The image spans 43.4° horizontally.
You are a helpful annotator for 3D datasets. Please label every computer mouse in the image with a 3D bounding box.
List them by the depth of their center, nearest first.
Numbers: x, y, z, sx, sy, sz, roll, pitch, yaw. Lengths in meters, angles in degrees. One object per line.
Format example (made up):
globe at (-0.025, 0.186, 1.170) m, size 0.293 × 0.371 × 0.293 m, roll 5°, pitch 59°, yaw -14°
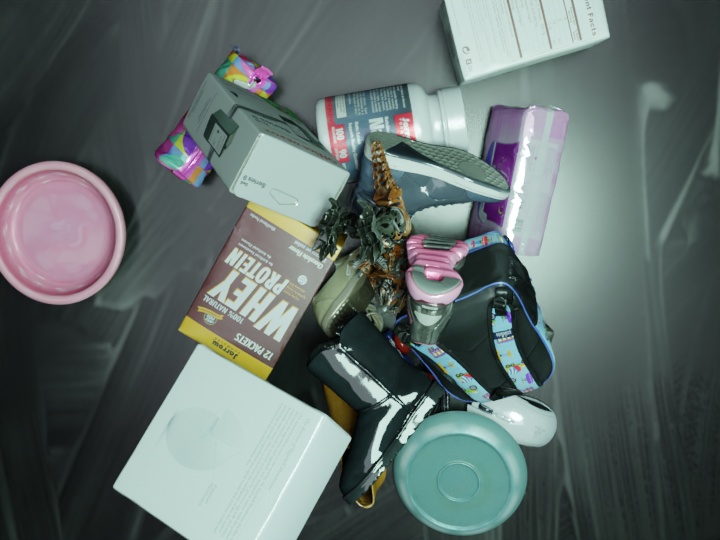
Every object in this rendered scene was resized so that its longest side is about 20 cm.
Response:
computer mouse at (0.195, 0.202, 1.315) m, size 0.197 × 0.044 × 0.111 m, roll 19°, pitch 96°, yaw 0°

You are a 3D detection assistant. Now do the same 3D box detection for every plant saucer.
plant saucer at (-0.432, -0.055, 1.304) m, size 0.196 × 0.051 × 0.205 m, roll 0°, pitch 96°, yaw 2°
plant saucer at (0.143, 0.303, 1.318) m, size 0.196 × 0.027 × 0.204 m, roll 3°, pitch 108°, yaw 9°

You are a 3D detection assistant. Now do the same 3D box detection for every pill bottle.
pill bottle at (0.043, -0.190, 1.235) m, size 0.196 × 0.120 × 0.122 m, roll -10°, pitch 97°, yaw 3°

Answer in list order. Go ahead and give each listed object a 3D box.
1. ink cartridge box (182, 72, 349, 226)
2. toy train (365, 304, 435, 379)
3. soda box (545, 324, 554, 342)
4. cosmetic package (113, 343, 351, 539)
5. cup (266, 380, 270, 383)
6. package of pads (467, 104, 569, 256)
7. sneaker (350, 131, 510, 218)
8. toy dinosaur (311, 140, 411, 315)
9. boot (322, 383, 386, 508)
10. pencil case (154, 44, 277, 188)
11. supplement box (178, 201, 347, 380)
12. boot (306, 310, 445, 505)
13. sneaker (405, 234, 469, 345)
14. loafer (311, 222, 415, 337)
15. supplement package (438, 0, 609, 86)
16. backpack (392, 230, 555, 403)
ink cartridge box at (-0.122, -0.154, 1.151) m, size 0.145 × 0.200 × 0.085 m, roll 19°, pitch 110°, yaw -39°
toy train at (0.023, 0.128, 1.269) m, size 0.084 × 0.116 × 0.202 m, roll -33°, pitch 92°, yaw 21°
soda box at (0.170, 0.080, 1.292) m, size 0.197 × 0.063 × 0.072 m, roll 20°, pitch 97°, yaw 0°
cosmetic package at (-0.151, 0.234, 1.100) m, size 0.198 × 0.123 × 0.201 m, roll 25°, pitch 76°, yaw 26°
cup at (-0.164, 0.233, 1.275) m, size 0.198 × 0.200 × 0.145 m, roll -24°, pitch 71°, yaw 5°
package of pads at (0.212, -0.124, 1.234) m, size 0.074 × 0.120 × 0.204 m, roll 9°, pitch 97°, yaw -17°
sneaker at (0.084, -0.089, 1.191) m, size 0.199 × 0.077 × 0.148 m, roll 15°, pitch 123°, yaw -6°
toy dinosaur at (0.017, -0.048, 1.115) m, size 0.101 × 0.135 × 0.203 m, roll -24°, pitch 79°, yaw 37°
boot at (-0.012, 0.218, 1.272) m, size 0.070 × 0.144 × 0.204 m, roll -21°, pitch 96°, yaw 10°
pencil case at (-0.200, -0.212, 1.257) m, size 0.088 × 0.088 × 0.201 m, roll 39°, pitch 99°, yaw -3°
supplement box at (-0.124, 0.010, 1.226) m, size 0.132 × 0.197 × 0.202 m, roll 30°, pitch 98°, yaw -3°
boot at (-0.009, 0.174, 1.177) m, size 0.167 × 0.076 × 0.201 m, roll 38°, pitch 85°, yaw 5°
sneaker at (0.085, 0.022, 1.071) m, size 0.077 × 0.200 × 0.097 m, roll 7°, pitch 113°, yaw 9°
loafer at (0.000, 0.000, 1.273) m, size 0.068 × 0.076 × 0.200 m, roll 32°, pitch 74°, yaw 34°
supplement package at (0.215, -0.334, 1.213) m, size 0.197 × 0.117 × 0.119 m, roll -15°, pitch 96°, yaw 3°
backpack at (0.159, 0.074, 1.187) m, size 0.180 × 0.136 × 0.201 m, roll -21°, pitch 126°, yaw 25°
